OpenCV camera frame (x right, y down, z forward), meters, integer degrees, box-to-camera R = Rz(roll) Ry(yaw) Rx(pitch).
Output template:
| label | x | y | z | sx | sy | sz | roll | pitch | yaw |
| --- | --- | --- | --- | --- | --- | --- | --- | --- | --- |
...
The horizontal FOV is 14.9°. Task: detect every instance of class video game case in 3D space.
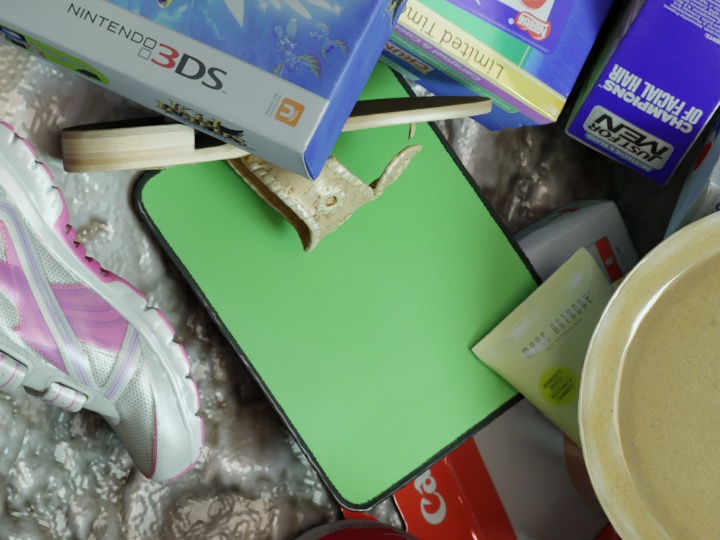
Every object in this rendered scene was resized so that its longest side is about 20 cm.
| label | x | y | z | sx | sy | sz | roll | pitch | yaw |
| --- | --- | --- | --- | --- | --- | --- | --- | --- | --- |
| video game case | -0.059 | -0.168 | 1.289 | 0.181 | 0.045 | 0.201 | 24 | 78 | 12 |

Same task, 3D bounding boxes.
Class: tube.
| label | x | y | z | sx | sy | sz | roll | pitch | yaw |
| --- | --- | --- | --- | --- | --- | --- | --- | --- | --- |
| tube | 0.148 | 0.087 | 1.366 | 0.200 | 0.052 | 0.058 | 49 | 46 | 8 |

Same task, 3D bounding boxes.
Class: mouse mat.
| label | x | y | z | sx | sy | sz | roll | pitch | yaw |
| --- | --- | --- | --- | --- | --- | --- | --- | --- | --- |
| mouse mat | 0.000 | 0.000 | 1.373 | 0.161 | 0.008 | 0.200 | -34 | 90 | -23 |

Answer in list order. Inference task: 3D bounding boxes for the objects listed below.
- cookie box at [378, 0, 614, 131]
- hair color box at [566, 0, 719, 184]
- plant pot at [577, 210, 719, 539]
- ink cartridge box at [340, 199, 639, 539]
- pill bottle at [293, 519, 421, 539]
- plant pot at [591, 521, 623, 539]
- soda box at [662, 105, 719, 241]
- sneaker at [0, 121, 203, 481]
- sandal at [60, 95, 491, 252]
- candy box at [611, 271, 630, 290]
| label | x | y | z | sx | sy | sz | roll | pitch | yaw |
| --- | --- | --- | --- | --- | --- | --- | --- | --- | --- |
| cookie box | 0.058 | -0.198 | 1.384 | 0.171 | 0.075 | 0.201 | 30 | 78 | -20 |
| hair color box | 0.178 | -0.148 | 1.368 | 0.065 | 0.200 | 0.110 | 27 | 50 | 0 |
| plant pot | 0.204 | 0.067 | 1.319 | 0.199 | 0.027 | 0.201 | -1 | 85 | 8 |
| ink cartridge box | 0.078 | 0.077 | 1.426 | 0.200 | 0.050 | 0.163 | -31 | 106 | -27 |
| pill bottle | 0.026 | 0.191 | 1.310 | 0.112 | 0.200 | 0.113 | -3 | 98 | -20 |
| plant pot | 0.148 | 0.248 | 1.377 | 0.200 | 0.201 | 0.183 | 34 | 106 | -25 |
| soda box | 0.216 | -0.068 | 1.424 | 0.068 | 0.064 | 0.200 | 29 | 43 | -2 |
| sneaker | -0.153 | 0.026 | 1.289 | 0.088 | 0.081 | 0.200 | -42 | 102 | -19 |
| sandal | -0.039 | -0.043 | 1.340 | 0.211 | 0.078 | 0.070 | -5 | 98 | -14 |
| candy box | 0.214 | 0.026 | 1.460 | 0.200 | 0.055 | 0.116 | -31 | 105 | -42 |
